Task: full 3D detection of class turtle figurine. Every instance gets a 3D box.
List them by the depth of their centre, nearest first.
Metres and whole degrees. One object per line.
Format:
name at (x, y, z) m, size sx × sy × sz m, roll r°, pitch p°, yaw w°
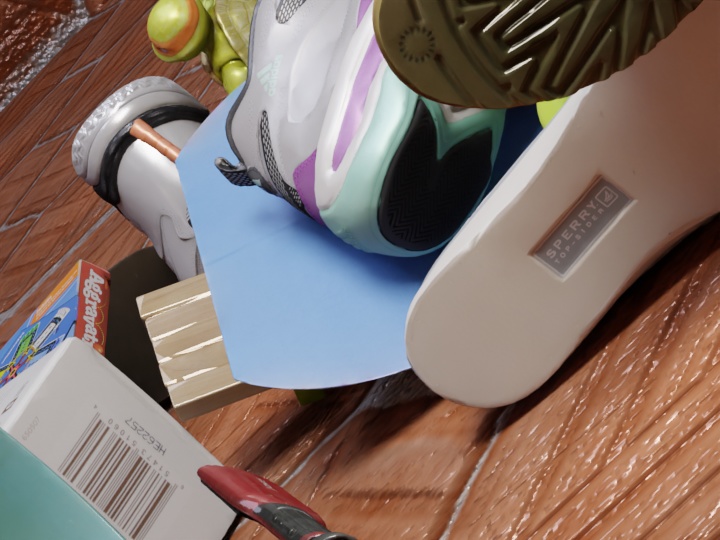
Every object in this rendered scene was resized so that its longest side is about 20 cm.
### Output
turtle figurine at (-0.041, -0.099, 1.308) m, size 0.064 × 0.161 × 0.200 m, roll -48°, pitch 47°, yaw 24°

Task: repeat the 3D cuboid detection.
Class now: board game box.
board game box at (0.017, -0.023, 1.128) m, size 0.158 × 0.039 × 0.200 m, roll -25°, pitch 42°, yaw 6°
board game box at (-0.175, 0.092, 1.348) m, size 0.200 × 0.019 × 0.103 m, roll -46°, pitch 31°, yaw 36°

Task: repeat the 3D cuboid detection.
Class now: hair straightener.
hair straightener at (-0.028, 0.115, 0.973) m, size 0.077 × 0.041 × 0.200 m, roll -69°, pitch 20°, yaw -2°

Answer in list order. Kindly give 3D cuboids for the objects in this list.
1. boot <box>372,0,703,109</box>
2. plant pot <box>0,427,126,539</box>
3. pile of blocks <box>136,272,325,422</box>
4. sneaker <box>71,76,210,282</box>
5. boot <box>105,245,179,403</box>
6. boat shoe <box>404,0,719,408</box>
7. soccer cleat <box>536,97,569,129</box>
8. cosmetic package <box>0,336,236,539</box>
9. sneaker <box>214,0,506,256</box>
boot at (0.066, -0.109, 0.950) m, size 0.175 × 0.066 × 0.200 m, roll -27°, pitch 11°, yaw -8°
plant pot at (-0.170, 0.129, 0.919) m, size 0.161 × 0.200 × 0.201 m, roll -50°, pitch 12°, yaw 6°
pile of blocks at (0.000, 0.000, 1.196) m, size 0.200 × 0.082 × 0.062 m, roll -41°, pitch -34°, yaw -14°
sneaker at (-0.052, -0.015, 1.362) m, size 0.075 × 0.115 × 0.200 m, roll -45°, pitch -22°, yaw 6°
boot at (-0.168, 0.084, 1.467) m, size 0.187 × 0.064 × 0.200 m, roll -55°, pitch 12°, yaw -30°
boat shoe at (0.092, -0.037, 0.963) m, size 0.200 × 0.072 × 0.069 m, roll -52°, pitch 9°, yaw 21°
soccer cleat at (0.145, -0.116, 1.069) m, size 0.200 × 0.065 × 0.084 m, roll -48°, pitch -13°, yaw 8°
cosmetic package at (-0.147, 0.116, 1.195) m, size 0.200 × 0.102 × 0.074 m, roll -32°, pitch 18°, yaw 46°
sneaker at (0.016, -0.107, 1.115) m, size 0.140 × 0.078 × 0.200 m, roll 21°, pitch 66°, yaw 43°
